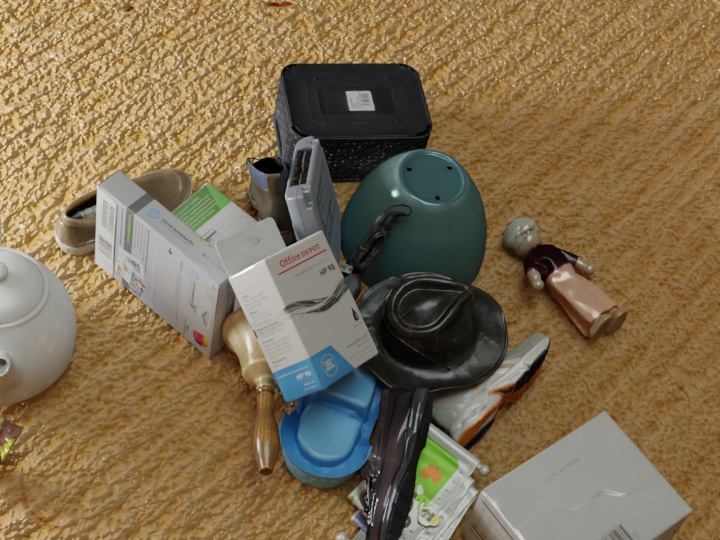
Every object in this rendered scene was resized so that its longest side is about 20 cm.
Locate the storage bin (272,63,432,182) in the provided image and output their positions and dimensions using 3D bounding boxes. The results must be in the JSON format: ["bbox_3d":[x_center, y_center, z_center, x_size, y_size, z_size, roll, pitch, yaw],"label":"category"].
[{"bbox_3d":[-0.013,-0.203,1.923,0.197,0.094,0.137,-3,54,-14],"label":"storage bin"}]

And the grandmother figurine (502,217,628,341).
[{"bbox_3d":[0.260,0.006,1.857,0.121,0.061,0.200,-5,47,-50],"label":"grandmother figurine"}]

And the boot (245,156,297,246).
[{"bbox_3d":[-0.110,-0.120,1.803,0.074,0.098,0.201,-7,32,-7],"label":"boot"}]

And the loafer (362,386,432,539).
[{"bbox_3d":[0.032,0.225,1.605,0.062,0.072,0.202,7,59,19],"label":"loafer"}]

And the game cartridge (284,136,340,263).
[{"bbox_3d":[-0.057,-0.072,1.767,0.040,0.135,0.201,-15,24,10],"label":"game cartridge"}]

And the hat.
[{"bbox_3d":[0.086,0.053,1.694,0.197,0.081,0.202,3,49,-3],"label":"hat"}]

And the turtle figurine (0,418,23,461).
[{"bbox_3d":[-0.462,0.167,1.536,0.160,0.201,0.065,35,18,-13],"label":"turtle figurine"}]

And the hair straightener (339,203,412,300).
[{"bbox_3d":[0.000,0.000,1.724,0.041,0.077,0.201,37,90,6],"label":"hair straightener"}]

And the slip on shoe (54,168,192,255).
[{"bbox_3d":[-0.299,-0.087,1.791,0.198,0.061,0.076,-24,62,-27],"label":"slip on shoe"}]

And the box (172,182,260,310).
[{"bbox_3d":[-0.169,-0.009,1.781,0.199,0.037,0.144,38,55,14],"label":"box"}]

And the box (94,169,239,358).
[{"bbox_3d":[-0.236,-0.006,1.687,0.199,0.157,0.041,39,56,17],"label":"box"}]

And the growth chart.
[{"bbox_3d":[0.058,0.266,1.628,0.143,0.018,0.201,28,61,10],"label":"growth chart"}]

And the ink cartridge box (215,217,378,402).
[{"bbox_3d":[-0.073,0.034,1.613,0.115,0.066,0.202,-29,95,-50],"label":"ink cartridge box"}]

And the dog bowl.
[{"bbox_3d":[-0.029,0.170,1.671,0.110,0.050,0.201,20,53,3],"label":"dog bowl"}]

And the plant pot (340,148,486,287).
[{"bbox_3d":[0.080,-0.078,1.824,0.197,0.135,0.202,6,53,-9],"label":"plant pot"}]

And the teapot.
[{"bbox_3d":[-0.417,0.041,1.608,0.199,0.147,0.197,31,49,16],"label":"teapot"}]

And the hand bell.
[{"bbox_3d":[-0.108,0.147,1.617,0.103,0.105,0.202,3,48,-10],"label":"hand bell"}]

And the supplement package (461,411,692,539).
[{"bbox_3d":[0.246,0.290,1.605,0.199,0.111,0.156,-27,63,-27],"label":"supplement package"}]

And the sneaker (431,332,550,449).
[{"bbox_3d":[0.155,0.127,1.732,0.092,0.076,0.199,37,54,21],"label":"sneaker"}]
